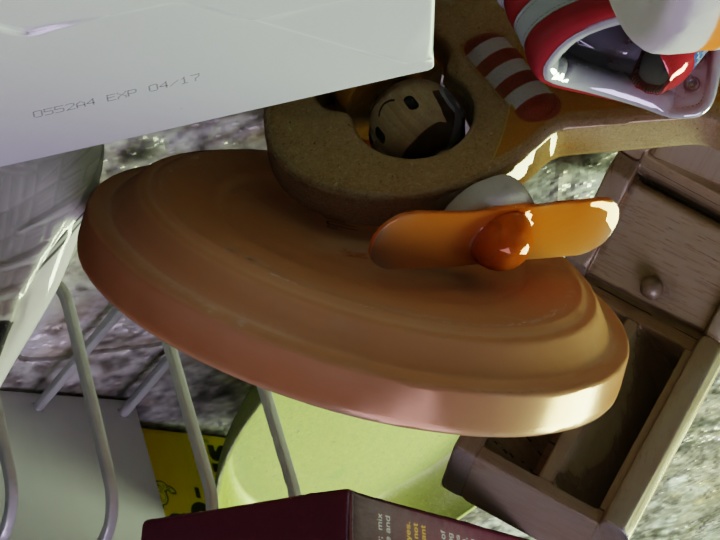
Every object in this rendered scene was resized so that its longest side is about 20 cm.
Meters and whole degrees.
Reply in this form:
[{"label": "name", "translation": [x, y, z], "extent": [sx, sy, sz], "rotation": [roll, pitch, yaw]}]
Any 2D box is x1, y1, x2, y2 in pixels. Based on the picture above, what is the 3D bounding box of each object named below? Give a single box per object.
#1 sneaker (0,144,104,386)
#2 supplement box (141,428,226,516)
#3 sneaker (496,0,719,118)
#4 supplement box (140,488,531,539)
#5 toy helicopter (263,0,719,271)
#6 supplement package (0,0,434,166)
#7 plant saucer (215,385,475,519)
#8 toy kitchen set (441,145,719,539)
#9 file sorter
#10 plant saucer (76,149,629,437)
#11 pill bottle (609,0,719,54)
[{"label": "sneaker", "translation": [-0.152, 0.017, 0.878], "extent": [0.072, 0.201, 0.073], "rotation": [30, 163, 0]}, {"label": "supplement box", "translation": [-0.097, 0.152, 1.209], "extent": [0.199, 0.109, 0.109], "rotation": [10, 143, -39]}, {"label": "sneaker", "translation": [0.137, -0.122, 0.836], "extent": [0.199, 0.113, 0.071], "rotation": [-18, 151, 3]}, {"label": "supplement box", "translation": [0.014, 0.152, 0.993], "extent": [0.110, 0.086, 0.200], "rotation": [-12, 159, 36]}, {"label": "toy helicopter", "translation": [0.065, -0.051, 0.866], "extent": [0.199, 0.133, 0.079], "rotation": [-3, 139, 1]}, {"label": "supplement package", "translation": [-0.086, -0.120, 0.718], "extent": [0.199, 0.111, 0.156], "rotation": [-14, 156, -6]}, {"label": "plant saucer", "translation": [0.015, 0.065, 1.152], "extent": [0.199, 0.031, 0.201], "rotation": [-22, 143, -18]}, {"label": "toy kitchen set", "translation": [0.156, 0.010, 0.946], "extent": [0.163, 0.181, 0.200], "rotation": [28, 150, 9]}, {"label": "file sorter", "translation": [-0.141, 0.081, 1.034], "extent": [0.199, 0.139, 0.125], "rotation": [8, 141, -37]}, {"label": "plant saucer", "translation": [0.000, 0.000, 0.866], "extent": [0.199, 0.200, 0.032], "rotation": [4, 111, -33]}, {"label": "pill bottle", "translation": [0.176, -0.132, 0.747], "extent": [0.199, 0.115, 0.114], "rotation": [-8, 151, -9]}]
